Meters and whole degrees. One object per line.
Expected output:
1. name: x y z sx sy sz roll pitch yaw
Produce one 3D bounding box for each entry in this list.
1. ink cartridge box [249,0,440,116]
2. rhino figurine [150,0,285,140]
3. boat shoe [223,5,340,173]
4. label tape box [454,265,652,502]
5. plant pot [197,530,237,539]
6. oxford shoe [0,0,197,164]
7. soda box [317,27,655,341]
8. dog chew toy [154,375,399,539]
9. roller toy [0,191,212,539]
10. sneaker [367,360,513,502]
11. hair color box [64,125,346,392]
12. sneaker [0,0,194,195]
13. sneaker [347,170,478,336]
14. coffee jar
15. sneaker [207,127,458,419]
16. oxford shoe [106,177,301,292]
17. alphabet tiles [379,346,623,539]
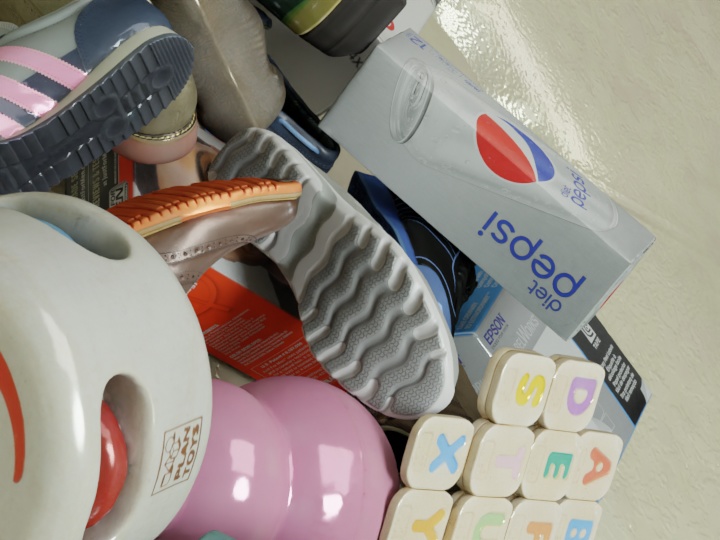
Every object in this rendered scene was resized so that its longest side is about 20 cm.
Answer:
1. ink cartridge box: -0.019 -0.212 1.852 0.146 0.084 0.200 51 33 -12
2. rhino figurine: -0.095 -0.154 1.589 0.088 0.060 0.200 -114 179 -50
3. boat shoe: -0.077 -0.139 1.720 0.200 0.069 0.084 54 31 -9
4. label tape box: 0.091 0.047 1.811 0.200 0.066 0.143 55 31 -11
5. plant pot: -0.051 0.209 1.373 0.134 0.201 0.200 33 31 8
6. oxford shoe: -0.150 -0.146 1.559 0.071 0.074 0.200 -27 56 -34
7. soda box: 0.075 -0.053 1.693 0.200 0.068 0.063 42 24 6
8. dog chew toy: -0.075 0.110 1.471 0.200 0.124 0.125 12 54 -42
9. roller toy: -0.166 0.061 1.313 0.140 0.182 0.201 -17 78 -59
10. sneaker: 0.027 0.091 1.636 0.200 0.075 0.071 -137 -132 -70
11. hair color box: -0.077 -0.010 1.620 0.200 0.061 0.102 30 41 -37
12. sneaker: -0.186 -0.081 1.457 0.082 0.200 0.070 48 -20 31
13. sneaker: 0.043 -0.003 1.711 0.078 0.070 0.200 6 28 -14
14. coffee jar: -0.059 -0.215 1.676 0.200 0.085 0.104 37 21 -18
15. sneaker: 0.000 0.000 1.555 0.082 0.075 0.200 20 31 -56
16. oxford shoe: -0.117 0.004 1.483 0.199 0.071 0.073 -21 101 -18
17. alphabet tiles: 0.075 0.141 1.542 0.195 0.015 0.201 11 97 -53
